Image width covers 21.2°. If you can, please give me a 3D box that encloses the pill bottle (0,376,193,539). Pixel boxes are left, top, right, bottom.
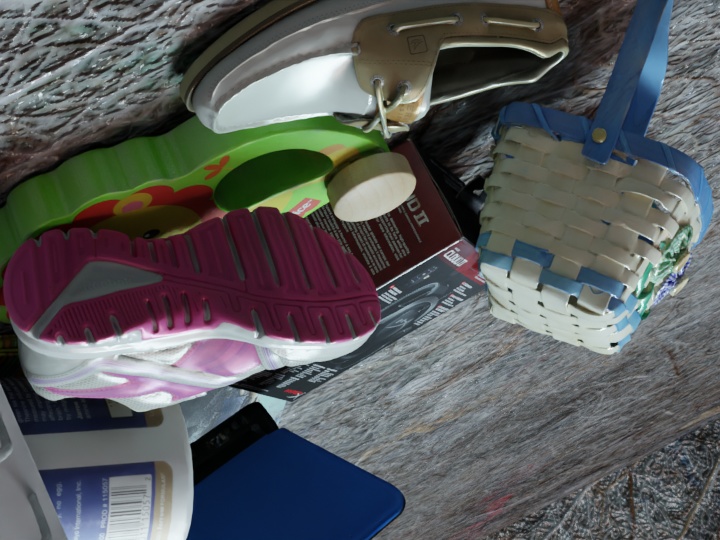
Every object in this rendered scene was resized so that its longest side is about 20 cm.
[{"bbox_3d":[-0.197,0.113,1.013,0.198,0.112,0.111,-1,153,-28],"label":"pill bottle"}]

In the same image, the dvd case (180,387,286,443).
[{"bbox_3d":[-0.117,0.124,1.385,0.145,0.022,0.201,-13,135,-43],"label":"dvd case"}]

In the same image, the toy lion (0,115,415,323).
[{"bbox_3d":[-0.098,-0.031,1.014,0.199,0.069,0.191,-36,155,27],"label":"toy lion"}]

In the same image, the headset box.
[{"bbox_3d":[0.000,0.000,1.232,0.199,0.078,0.149,-32,165,11],"label":"headset box"}]

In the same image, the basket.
[{"bbox_3d":[0.149,-0.060,1.169,0.138,0.202,0.176,15,170,12],"label":"basket"}]

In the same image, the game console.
[{"bbox_3d":[-0.100,0.176,1.175,0.171,0.119,0.200,-43,172,38],"label":"game console"}]

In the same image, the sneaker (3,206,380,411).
[{"bbox_3d":[-0.088,0.024,0.987,0.198,0.082,0.088,0,148,-19],"label":"sneaker"}]

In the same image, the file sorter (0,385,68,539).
[{"bbox_3d":[-0.219,0.099,0.876,0.138,0.202,0.124,-24,-169,-12],"label":"file sorter"}]

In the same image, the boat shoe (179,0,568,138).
[{"bbox_3d":[0.012,-0.104,0.933,0.198,0.069,0.075,-23,164,-17],"label":"boat shoe"}]

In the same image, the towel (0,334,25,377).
[{"bbox_3d":[-0.242,0.062,1.034,0.198,0.018,0.086,-2,154,-28],"label":"towel"}]

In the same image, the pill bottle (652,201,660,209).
[{"bbox_3d":[0.155,-0.021,1.352,0.110,0.112,0.200,-31,167,11],"label":"pill bottle"}]
